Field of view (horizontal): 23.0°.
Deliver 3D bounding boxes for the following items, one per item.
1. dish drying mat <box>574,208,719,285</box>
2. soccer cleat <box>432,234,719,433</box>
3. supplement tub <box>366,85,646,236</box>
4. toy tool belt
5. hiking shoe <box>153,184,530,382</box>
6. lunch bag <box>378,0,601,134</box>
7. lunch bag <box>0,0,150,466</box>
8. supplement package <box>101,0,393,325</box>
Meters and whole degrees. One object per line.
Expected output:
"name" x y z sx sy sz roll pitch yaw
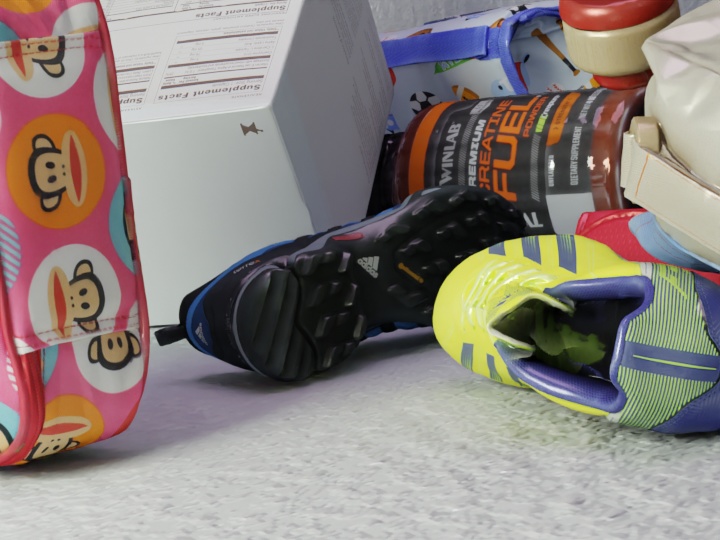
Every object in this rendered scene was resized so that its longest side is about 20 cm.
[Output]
"dish drying mat" 0.166 0.005 0.717 0.199 0.077 0.018 0 -28 38
"soccer cleat" 0.072 0.017 0.674 0.083 0.065 0.200 9 2 -28
"supplement tub" 0.094 -0.054 1.083 0.199 0.108 0.107 -2 8 35
"toy tool belt" 0.149 -0.033 0.660 0.124 0.124 0.200 -28 34 -21
"hiking shoe" 0.000 0.000 0.870 0.199 0.075 0.086 -13 10 -41
"lunch bag" 0.099 -0.114 1.211 0.169 0.125 0.199 -3 -22 45
"lunch bag" -0.170 -0.024 0.719 0.082 0.202 0.175 -11 6 -43
"supplement package" -0.080 -0.093 1.035 0.149 0.153 0.201 -4 42 17
